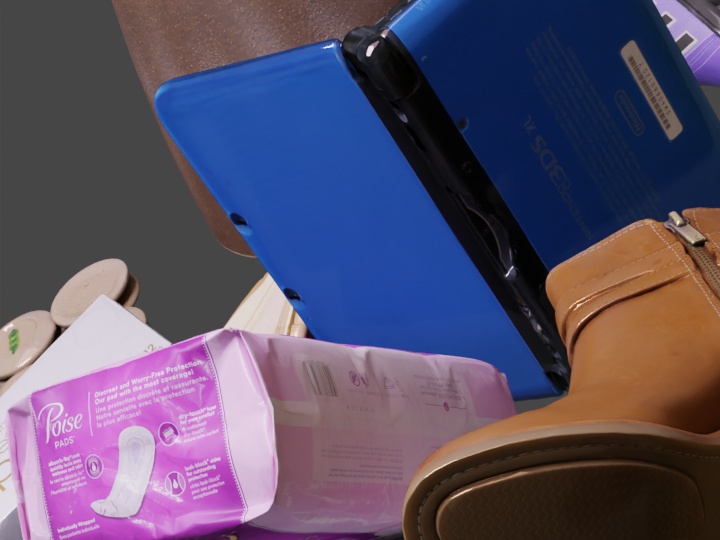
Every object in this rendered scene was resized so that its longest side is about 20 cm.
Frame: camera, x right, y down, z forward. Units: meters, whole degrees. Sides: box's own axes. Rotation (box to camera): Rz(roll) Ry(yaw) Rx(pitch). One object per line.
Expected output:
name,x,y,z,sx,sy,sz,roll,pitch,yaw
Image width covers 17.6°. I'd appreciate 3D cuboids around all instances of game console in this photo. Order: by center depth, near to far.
game console,0.045,-0.046,0.977,0.171,0.200,0.118,-43,32,-14

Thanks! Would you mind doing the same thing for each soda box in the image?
soda box,-0.156,0.110,1.073,0.200,0.064,0.068,-46,41,-11

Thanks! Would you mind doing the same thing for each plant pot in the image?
plant pot,-0.052,-0.142,1.202,0.186,0.200,0.187,-25,33,17

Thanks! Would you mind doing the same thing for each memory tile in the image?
memory tile,-0.170,0.078,1.195,0.153,0.017,0.200,-31,31,7

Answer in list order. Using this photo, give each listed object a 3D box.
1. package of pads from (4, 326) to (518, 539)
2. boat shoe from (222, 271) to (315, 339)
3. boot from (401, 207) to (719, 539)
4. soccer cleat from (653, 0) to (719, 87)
package of pads,-0.029,0.074,0.905,0.120,0.200,0.076,-19,75,29
boat shoe,0.000,0.000,1.090,0.069,0.074,0.201,4,57,43
boot,0.090,0.039,0.797,0.199,0.074,0.155,-5,32,-17
soccer cleat,0.137,-0.113,1.125,0.073,0.068,0.200,-59,35,7
